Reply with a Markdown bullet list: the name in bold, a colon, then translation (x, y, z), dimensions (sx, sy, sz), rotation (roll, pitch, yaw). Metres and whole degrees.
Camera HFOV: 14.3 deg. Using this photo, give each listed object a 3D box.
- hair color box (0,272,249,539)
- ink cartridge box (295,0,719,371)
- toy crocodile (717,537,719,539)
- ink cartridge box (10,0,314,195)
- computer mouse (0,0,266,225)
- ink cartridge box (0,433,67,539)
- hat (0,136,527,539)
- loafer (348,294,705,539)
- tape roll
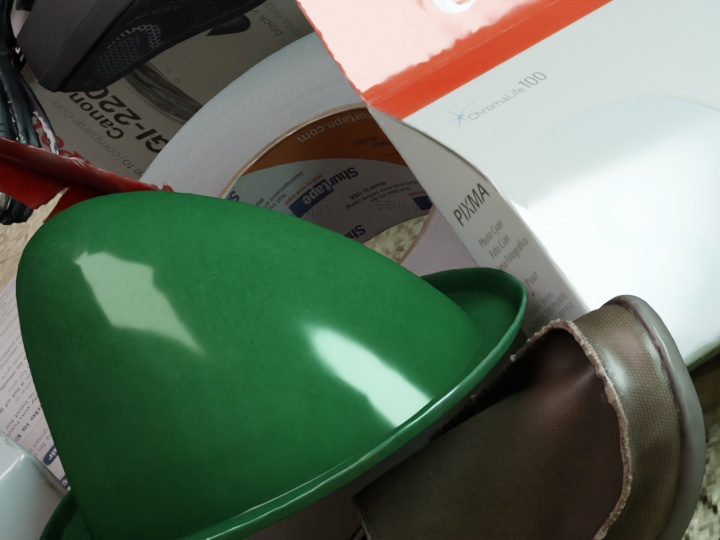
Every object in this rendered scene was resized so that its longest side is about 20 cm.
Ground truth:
- **hair color box**: translation (-0.099, 0.069, 1.167), dimensions (0.100, 0.060, 0.200), rotation (-52, 35, -6)
- **ink cartridge box**: translation (0.086, -0.071, 0.955), dimensions (0.160, 0.200, 0.047), rotation (-31, -8, -27)
- **toy crocodile**: translation (0.126, 0.099, 0.898), dimensions (0.200, 0.067, 0.062), rotation (-52, 2, -4)
- **ink cartridge box**: translation (-0.043, -0.089, 1.183), dimensions (0.199, 0.146, 0.085), rotation (-21, 47, 34)
- **computer mouse**: translation (-0.091, -0.118, 1.096), dimensions (0.200, 0.053, 0.139), rotation (-32, 48, 25)
- **ink cartridge box**: translation (-0.220, 0.130, 1.109), dimensions (0.200, 0.047, 0.160), rotation (-45, 35, -14)
- **hat**: translation (-0.075, -0.019, 0.882), dimensions (0.199, 0.177, 0.166), rotation (-25, 14, 18)
- **loafer**: translation (0.038, 0.083, 0.892), dimensions (0.073, 0.071, 0.200), rotation (62, 140, 28)
- **tape roll**: translation (0.000, 0.000, 1.036), dimensions (0.199, 0.066, 0.201), rotation (-21, 43, 21)
